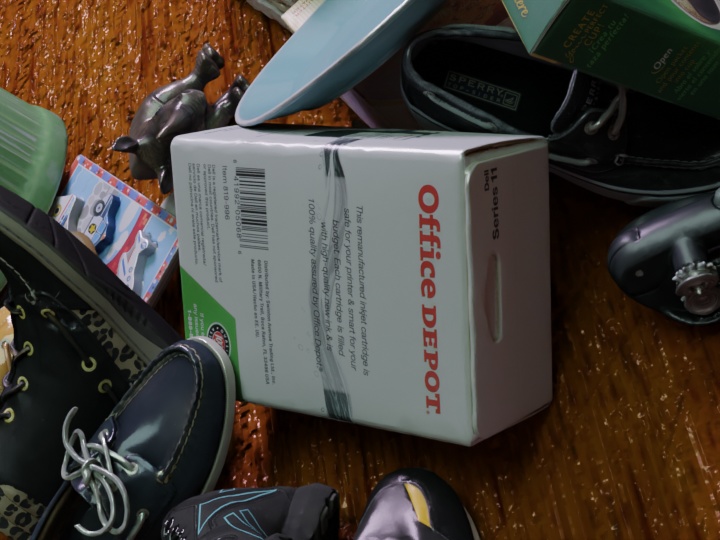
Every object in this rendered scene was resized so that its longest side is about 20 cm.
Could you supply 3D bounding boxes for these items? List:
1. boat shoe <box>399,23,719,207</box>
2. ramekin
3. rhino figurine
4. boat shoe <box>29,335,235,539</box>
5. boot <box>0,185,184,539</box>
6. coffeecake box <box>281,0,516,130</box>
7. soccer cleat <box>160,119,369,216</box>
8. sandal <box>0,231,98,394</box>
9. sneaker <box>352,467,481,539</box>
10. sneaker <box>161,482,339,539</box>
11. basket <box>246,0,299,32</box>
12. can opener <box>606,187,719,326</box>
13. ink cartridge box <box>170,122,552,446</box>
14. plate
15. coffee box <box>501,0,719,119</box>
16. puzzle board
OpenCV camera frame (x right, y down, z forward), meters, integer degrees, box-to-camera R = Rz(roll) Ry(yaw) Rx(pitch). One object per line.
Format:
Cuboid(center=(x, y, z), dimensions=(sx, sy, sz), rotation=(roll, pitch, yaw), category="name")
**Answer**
Cuboid(center=(0.116, -0.086, 0.768), dimensions=(0.197, 0.068, 0.073), rotation=(18, 83, 6), category="boat shoe")
Cuboid(center=(-0.306, -0.052, 1.039), dimensions=(0.199, 0.097, 0.202), rotation=(-34, 37, 30), category="ramekin")
Cuboid(center=(-0.115, -0.093, 0.946), dimensions=(0.087, 0.060, 0.200), rotation=(-43, 9, 7), category="rhino figurine")
Cuboid(center=(-0.137, 0.123, 0.802), dimensions=(0.075, 0.061, 0.201), rotation=(43, 107, 37), category="boat shoe")
Cuboid(center=(-0.197, 0.058, 0.850), dimensions=(0.154, 0.203, 0.074), rotation=(-46, 21, 2), category="boot")
Cuboid(center=(0.064, -0.142, 0.901), dimensions=(0.153, 0.073, 0.200), rotation=(-41, 44, 0), category="coffeecake box")
Cuboid(center=(-0.060, -0.057, 0.913), dimensions=(0.198, 0.086, 0.071), rotation=(-7, 54, 32), category="soccer cleat")
Cuboid(center=(-0.225, 0.065, 0.918), dimensions=(0.080, 0.054, 0.201), rotation=(37, 95, 45), category="sandal")
Cuboid(center=(0.008, 0.173, 0.685), dimensions=(0.069, 0.090, 0.202), rotation=(-10, 52, 28), category="sneaker")
Cuboid(center=(-0.062, 0.148, 0.696), dimensions=(0.078, 0.200, 0.077), rotation=(6, 94, 9), category="sneaker")
Cuboid(center=(-0.029, -0.291, 1.021), dimensions=(0.198, 0.161, 0.200), rotation=(-46, 46, -5), category="basket")
Cuboid(center=(0.214, -0.031, 0.717), dimensions=(0.198, 0.063, 0.079), rotation=(-20, 47, 22), category="can opener")
Cuboid(center=(0.000, 0.000, 0.780), dimensions=(0.198, 0.083, 0.149), rotation=(8, 105, 38), category="ink cartridge box")
Cuboid(center=(0.009, -0.145, 0.830), dimensions=(0.200, 0.026, 0.201), rotation=(-40, 16, 14), category="plate")
Cuboid(center=(0.150, -0.136, 0.746), dimensions=(0.044, 0.198, 0.124), rotation=(-52, 42, 34), category="coffee box")
Cuboid(center=(-0.200, 0.033, 0.963), dimensions=(0.150, 0.017, 0.202), rotation=(30, 90, 45), category="puzzle board")
